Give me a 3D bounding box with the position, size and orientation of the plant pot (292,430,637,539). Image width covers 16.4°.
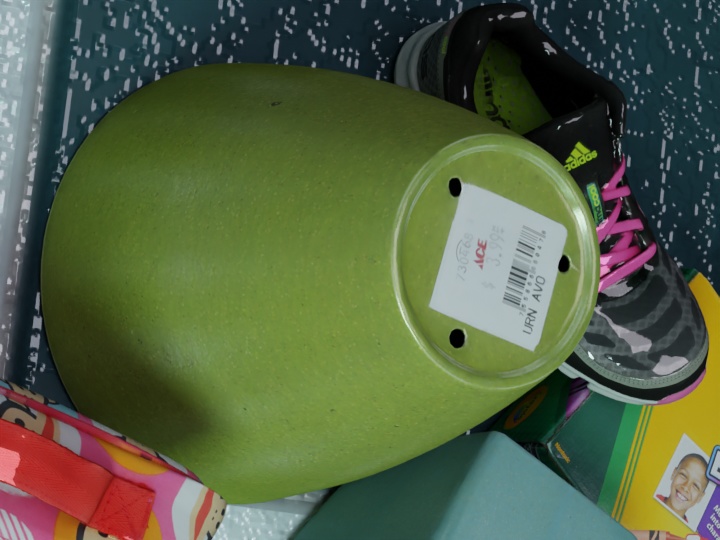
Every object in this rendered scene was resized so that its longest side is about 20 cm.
[{"bbox_3d":[0.023,0.175,1.030,0.141,0.141,0.201,37,62,-24],"label":"plant pot"}]

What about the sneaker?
[{"bbox_3d":[0.088,-0.033,1.075,0.074,0.087,0.200,-29,82,-20],"label":"sneaker"}]

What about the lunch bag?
[{"bbox_3d":[-0.150,0.073,0.901,0.199,0.176,0.082,27,74,-27],"label":"lunch bag"}]

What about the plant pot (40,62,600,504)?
[{"bbox_3d":[0.000,0.000,0.983,0.186,0.200,0.188,2,86,-31],"label":"plant pot"}]

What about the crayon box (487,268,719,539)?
[{"bbox_3d":[0.158,0.113,1.155,0.119,0.058,0.200,-46,110,-25],"label":"crayon box"}]
